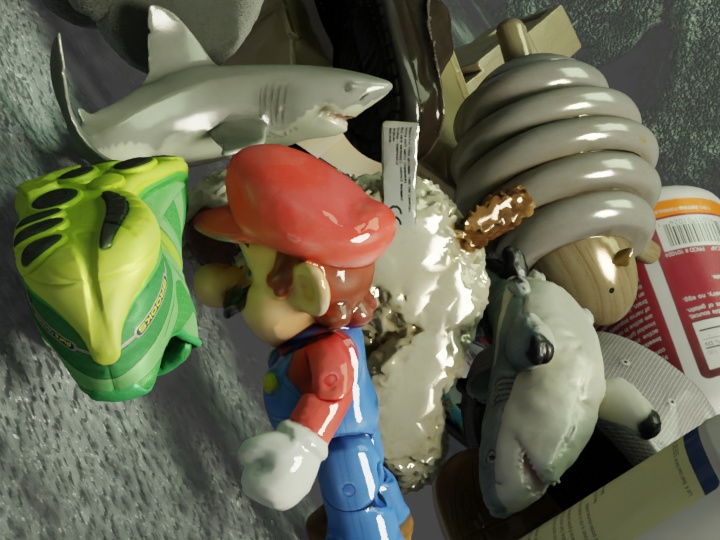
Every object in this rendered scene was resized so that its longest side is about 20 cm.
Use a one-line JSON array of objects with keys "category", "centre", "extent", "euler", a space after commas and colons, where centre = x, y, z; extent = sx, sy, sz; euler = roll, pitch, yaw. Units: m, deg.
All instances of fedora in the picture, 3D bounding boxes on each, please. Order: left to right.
[{"category": "fedora", "centre": [0.150, 0.110, 1.124], "extent": [0.200, 0.090, 0.177], "euler": [41, -33, 30]}]

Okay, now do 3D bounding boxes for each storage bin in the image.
[{"category": "storage bin", "centre": [-0.022, -0.120, 1.243], "extent": [0.200, 0.094, 0.199], "euler": [32, 30, -39]}]

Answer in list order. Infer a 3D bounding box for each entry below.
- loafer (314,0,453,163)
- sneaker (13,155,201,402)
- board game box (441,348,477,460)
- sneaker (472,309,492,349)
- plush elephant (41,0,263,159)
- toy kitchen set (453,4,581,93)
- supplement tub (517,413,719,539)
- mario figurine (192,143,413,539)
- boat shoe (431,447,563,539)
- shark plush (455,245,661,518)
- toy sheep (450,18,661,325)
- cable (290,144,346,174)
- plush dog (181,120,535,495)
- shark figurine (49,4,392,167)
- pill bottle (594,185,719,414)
[{"category": "loafer", "centre": [0.025, -0.132, 1.110], "extent": [0.071, 0.073, 0.200], "euler": [12, 39, -21]}, {"category": "sneaker", "centre": [-0.105, 0.002, 0.809], "extent": [0.200, 0.074, 0.084], "euler": [-92, 174, -75]}, {"category": "board game box", "centre": [0.050, 0.081, 1.248], "extent": [0.200, 0.035, 0.126], "euler": [41, 21, -54]}, {"category": "sneaker", "centre": [0.115, 0.035, 1.367], "extent": [0.200, 0.075, 0.078], "euler": [33, 4, 41]}, {"category": "plush elephant", "centre": [-0.094, -0.183, 1.083], "extent": [0.155, 0.164, 0.200], "euler": [-97, 169, -54]}, {"category": "toy kitchen set", "centre": [0.085, -0.077, 1.561], "extent": [0.200, 0.163, 0.181], "euler": [-42, 110, -42]}, {"category": "supplement tub", "centre": [0.137, 0.176, 0.948], "extent": [0.145, 0.200, 0.145], "euler": [52, 13, -17]}, {"category": "mario figurine", "centre": [-0.035, 0.043, 0.882], "extent": [0.123, 0.106, 0.200], "euler": [10, -66, 58]}, {"category": "boat shoe", "centre": [0.100, 0.194, 1.112], "extent": [0.200, 0.071, 0.065], "euler": [57, -23, 8]}, {"category": "shark plush", "centre": [0.075, 0.041, 1.041], "extent": [0.091, 0.083, 0.200], "euler": [28, 24, -36]}, {"category": "toy sheep", "centre": [0.115, -0.059, 1.171], "extent": [0.138, 0.138, 0.200], "euler": [32, 34, -63]}, {"category": "cable", "centre": [-0.018, -0.079, 1.362], "extent": [0.163, 0.051, 0.200], "euler": [55, 13, -14]}, {"category": "plush dog", "centre": [0.000, 0.000, 1.063], "extent": [0.200, 0.160, 0.172], "euler": [54, -12, -13]}, {"category": "shark figurine", "centre": [-0.100, -0.091, 0.986], "extent": [0.214, 0.128, 0.090], "euler": [-14, 92, -50]}, {"category": "pill bottle", "centre": [0.206, 0.057, 1.231], "extent": [0.113, 0.113, 0.200], "euler": [36, 33, -58]}]
